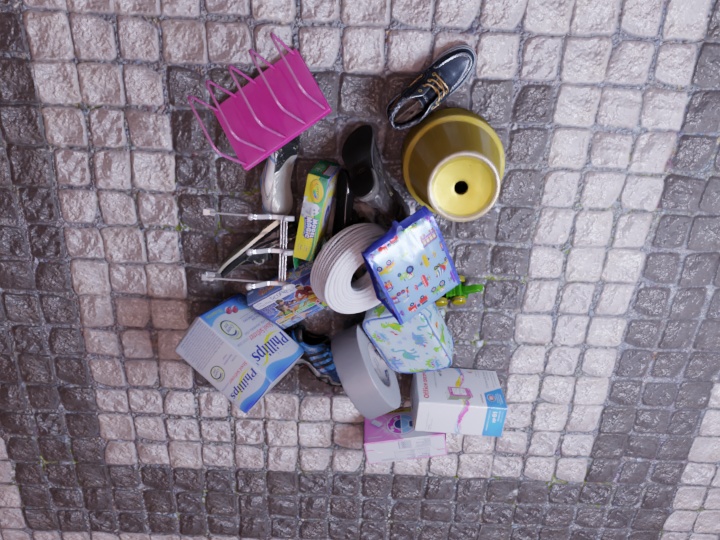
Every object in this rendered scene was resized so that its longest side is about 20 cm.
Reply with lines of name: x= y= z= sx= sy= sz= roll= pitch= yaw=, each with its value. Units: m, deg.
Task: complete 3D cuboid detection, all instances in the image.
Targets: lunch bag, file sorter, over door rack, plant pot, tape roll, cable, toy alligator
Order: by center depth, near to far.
file sorter: x=-0.184 y=-0.301 z=1.069 sx=0.200 sy=0.125 sz=0.139 roll=-31 pitch=80 yaw=14
plant pot: x=0.177 y=-0.183 z=1.117 sx=0.200 sy=0.189 sz=0.201 roll=1 pitch=116 yaw=1
lunch bag: x=0.090 y=-0.017 z=1.134 sx=0.150 sy=0.094 sz=0.200 roll=-35 pitch=139 yaw=-9
over door rack: x=-0.230 y=-0.041 z=1.175 sx=0.199 sy=0.067 sz=0.148 roll=6 pitch=99 yaw=16
cable: x=0.000 y=0.000 z=1.202 sx=0.200 sy=0.069 sz=0.200 roll=-49 pitch=139 yaw=6
lunch bag: x=0.103 y=0.136 z=1.300 sx=0.160 sy=0.083 sz=0.200 roll=-13 pitch=129 yaw=26
tape roll: x=0.014 y=0.217 z=1.304 sx=0.066 sy=0.200 sz=0.200 roll=-27 pitch=112 yaw=13
toy alligator: x=0.166 y=0.050 z=1.308 sx=0.199 sy=0.059 sz=0.054 roll=-5 pitch=159 yaw=10

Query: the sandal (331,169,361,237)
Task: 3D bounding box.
sandal: x=-0.021 y=-0.104 z=1.215 sx=0.048 sy=0.075 sz=0.201 roll=-5 pitch=121 yaw=-22

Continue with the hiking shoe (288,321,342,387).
hiking shoe: x=-0.083 y=0.197 z=1.364 sx=0.200 sy=0.074 sz=0.087 roll=27 pitch=114 yaw=-12

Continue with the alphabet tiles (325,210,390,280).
alphabet tiles: x=0.026 y=-0.027 z=1.293 sx=0.167 sy=0.008 sz=0.200 roll=-36 pitch=111 yaw=16

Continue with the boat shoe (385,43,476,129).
boat shoe: x=0.134 y=-0.330 z=1.099 sx=0.200 sy=0.091 sz=0.071 roll=-38 pitch=110 yaw=17

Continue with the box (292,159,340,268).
box: x=-0.090 y=-0.108 z=1.193 sx=0.048 sy=0.117 sz=0.200 roll=17 pitch=116 yaw=2

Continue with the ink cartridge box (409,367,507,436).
ink cartridge box: x=0.218 y=0.295 z=1.369 sx=0.199 sy=0.145 sz=0.085 roll=3 pitch=116 yaw=-1

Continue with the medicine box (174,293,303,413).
medicine box: x=-0.248 y=0.168 z=1.264 sx=0.200 sy=0.182 sz=0.103 roll=40 pitch=110 yaw=4

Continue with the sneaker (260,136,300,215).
sneaker: x=-0.166 y=-0.203 z=1.181 sx=0.072 sy=0.072 sz=0.200 roll=21 pitch=110 yaw=37

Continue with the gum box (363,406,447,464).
gum box: x=0.110 y=0.387 z=1.432 sx=0.199 sy=0.114 sz=0.066 roll=-8 pitch=116 yaw=5

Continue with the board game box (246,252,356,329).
board game box: x=-0.122 y=0.045 z=1.275 sx=0.200 sy=0.035 sz=0.135 roll=-27 pitch=142 yaw=14

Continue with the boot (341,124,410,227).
boot: x=0.040 y=-0.166 z=1.174 sx=0.069 sy=0.200 sz=0.174 roll=-19 pitch=147 yaw=26

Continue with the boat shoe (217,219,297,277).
boat shoe: x=-0.215 y=-0.039 z=1.253 sx=0.200 sy=0.072 sz=0.068 roll=-34 pitch=107 yaw=13
